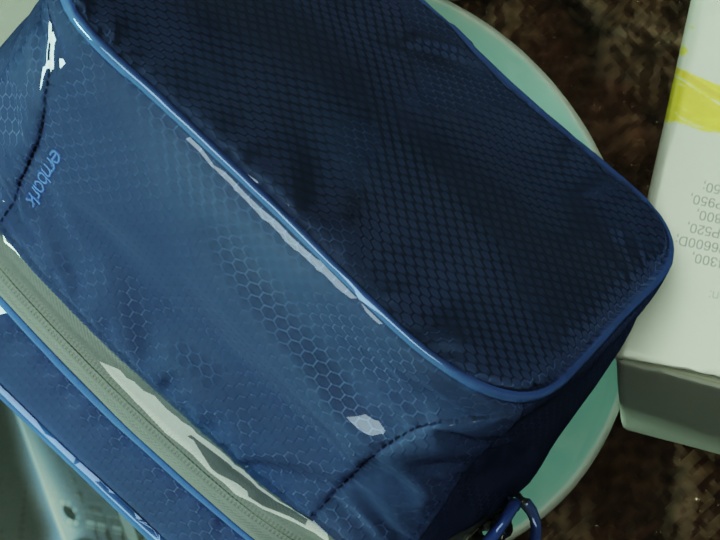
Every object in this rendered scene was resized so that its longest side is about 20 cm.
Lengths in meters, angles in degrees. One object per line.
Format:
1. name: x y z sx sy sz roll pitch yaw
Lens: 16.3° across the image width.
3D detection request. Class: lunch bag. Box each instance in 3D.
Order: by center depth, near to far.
1. lunch bag: -0.020 0.006 0.701 0.200 0.136 0.132 44 126 8

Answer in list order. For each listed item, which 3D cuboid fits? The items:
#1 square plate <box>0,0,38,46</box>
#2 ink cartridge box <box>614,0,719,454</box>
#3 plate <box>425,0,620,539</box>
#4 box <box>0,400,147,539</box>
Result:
1. square plate: -0.168 -0.100 0.829 0.198 0.029 0.200 14 40 3
2. ink cartridge box: 0.140 -0.045 0.788 0.083 0.145 0.201 12 80 10
3. plate: 0.000 0.000 0.823 0.200 0.026 0.201 7 74 -24
4. box: -0.107 0.034 0.814 0.199 0.044 0.161 -1 76 -19
